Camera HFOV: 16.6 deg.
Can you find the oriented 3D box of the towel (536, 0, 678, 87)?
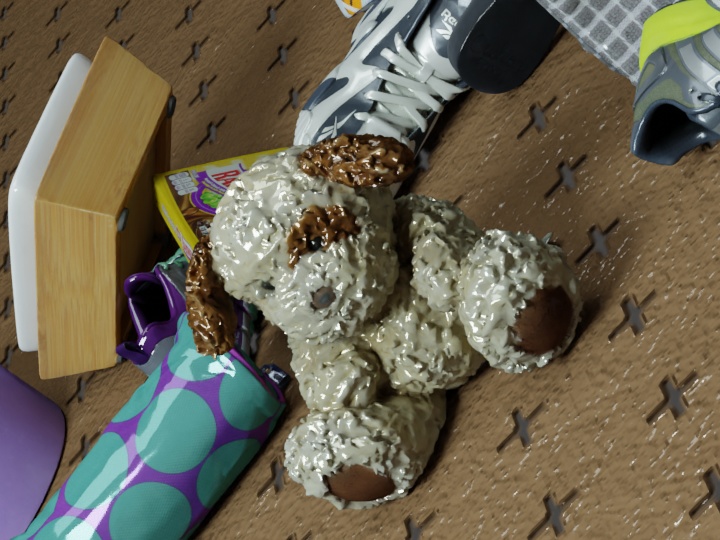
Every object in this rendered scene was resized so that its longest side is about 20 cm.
[{"bbox_3d":[0.161,-0.211,1.340,0.200,0.165,0.086,-46,30,17],"label":"towel"}]

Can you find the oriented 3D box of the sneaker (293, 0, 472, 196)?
[{"bbox_3d":[0.035,-0.122,1.552,0.129,0.079,0.200,-39,15,47],"label":"sneaker"}]

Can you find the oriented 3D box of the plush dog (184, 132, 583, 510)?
[{"bbox_3d":[0.000,0.000,1.329,0.200,0.171,0.161,-43,25,24],"label":"plush dog"}]

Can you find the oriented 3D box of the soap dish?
[{"bbox_3d":[-0.187,-0.038,1.747,0.201,0.081,0.158,97,-171,-51],"label":"soap dish"}]

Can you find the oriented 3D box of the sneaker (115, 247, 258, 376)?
[{"bbox_3d":[-0.110,0.004,1.635,0.074,0.087,0.201,-39,27,29],"label":"sneaker"}]

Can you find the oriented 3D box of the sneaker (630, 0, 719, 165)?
[{"bbox_3d":[0.205,-0.103,1.239,0.200,0.074,0.081,-28,39,58],"label":"sneaker"}]

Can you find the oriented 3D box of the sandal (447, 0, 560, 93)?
[{"bbox_3d":[0.121,-0.191,1.480,0.201,0.076,0.043,-66,33,22],"label":"sandal"}]

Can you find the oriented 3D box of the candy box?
[{"bbox_3d":[-0.071,-0.034,1.622,0.101,0.027,0.200,-10,22,-12],"label":"candy box"}]

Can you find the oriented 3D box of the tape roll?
[{"bbox_3d":[-0.308,0.157,1.795,0.200,0.085,0.201,-40,27,25],"label":"tape roll"}]

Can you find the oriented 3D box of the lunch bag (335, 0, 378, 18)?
[{"bbox_3d":[0.058,-0.253,1.642,0.200,0.076,0.160,-31,11,41],"label":"lunch bag"}]

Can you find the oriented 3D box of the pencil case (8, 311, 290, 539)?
[{"bbox_3d":[-0.131,0.124,1.511,0.200,0.085,0.092,-51,39,3],"label":"pencil case"}]
